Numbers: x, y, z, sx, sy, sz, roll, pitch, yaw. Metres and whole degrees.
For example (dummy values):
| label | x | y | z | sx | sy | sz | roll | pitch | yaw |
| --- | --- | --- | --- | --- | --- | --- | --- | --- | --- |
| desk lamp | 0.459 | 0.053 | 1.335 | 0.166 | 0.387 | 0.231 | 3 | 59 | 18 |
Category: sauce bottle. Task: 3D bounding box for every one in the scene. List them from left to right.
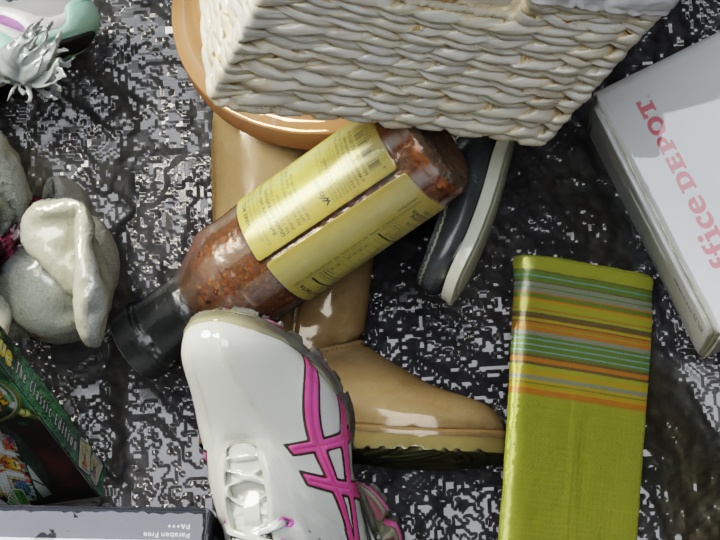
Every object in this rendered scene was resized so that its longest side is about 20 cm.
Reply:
| label | x | y | z | sx | sy | sz | roll | pitch | yaw |
| --- | --- | --- | --- | --- | --- | --- | --- | --- | --- |
| sauce bottle | -0.040 | -0.015 | 1.455 | 0.200 | 0.066 | 0.066 | -32 | 79 | 17 |

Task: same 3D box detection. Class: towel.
| label | x | y | z | sx | sy | sz | roll | pitch | yaw |
| --- | --- | --- | --- | --- | --- | --- | --- | --- | --- |
| towel | 0.109 | 0.094 | 1.492 | 0.086 | 0.018 | 0.200 | 10 | 79 | -29 |

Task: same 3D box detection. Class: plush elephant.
| label | x | y | z | sx | sy | sz | roll | pitch | yaw |
| --- | --- | --- | --- | --- | --- | --- | --- | --- | --- |
| plush elephant | -0.194 | -0.010 | 1.469 | 0.200 | 0.165 | 0.155 | -35 | 89 | 4 |

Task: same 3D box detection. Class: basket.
| label | x | y | z | sx | sy | sz | roll | pitch | yaw |
| --- | --- | --- | --- | --- | --- | --- | --- | --- | --- |
| basket | 0.031 | -0.181 | 1.371 | 0.198 | 0.161 | 0.200 | 6 | 58 | -17 |

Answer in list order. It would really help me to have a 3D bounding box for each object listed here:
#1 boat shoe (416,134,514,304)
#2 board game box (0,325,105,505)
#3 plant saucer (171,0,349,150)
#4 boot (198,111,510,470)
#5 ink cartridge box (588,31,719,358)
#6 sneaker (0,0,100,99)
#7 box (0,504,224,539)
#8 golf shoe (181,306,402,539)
| label | x | y | z | sx | sy | sz | roll | pitch | yaw |
| --- | --- | --- | --- | --- | --- | --- | --- | --- | --- |
| boat shoe | 0.050 | -0.073 | 1.505 | 0.067 | 0.072 | 0.200 | 12 | 62 | 1 |
| board game box | -0.214 | 0.059 | 1.436 | 0.105 | 0.200 | 0.023 | -6 | 52 | 19 |
| plant saucer | -0.006 | -0.155 | 1.513 | 0.200 | 0.032 | 0.201 | -9 | 56 | 13 |
| boot | 0.000 | 0.000 | 1.510 | 0.175 | 0.066 | 0.200 | 5 | 79 | 3 |
| ink cartridge box | 0.237 | -0.063 | 1.500 | 0.200 | 0.088 | 0.145 | -26 | 79 | -4 |
| sneaker | -0.250 | -0.152 | 1.540 | 0.200 | 0.078 | 0.140 | -18 | 80 | -1 |
| box | -0.173 | 0.221 | 1.446 | 0.200 | 0.123 | 0.199 | 1 | 80 | 2 |
| golf shoe | -0.038 | 0.109 | 1.426 | 0.072 | 0.200 | 0.092 | -9 | 34 | 28 |
